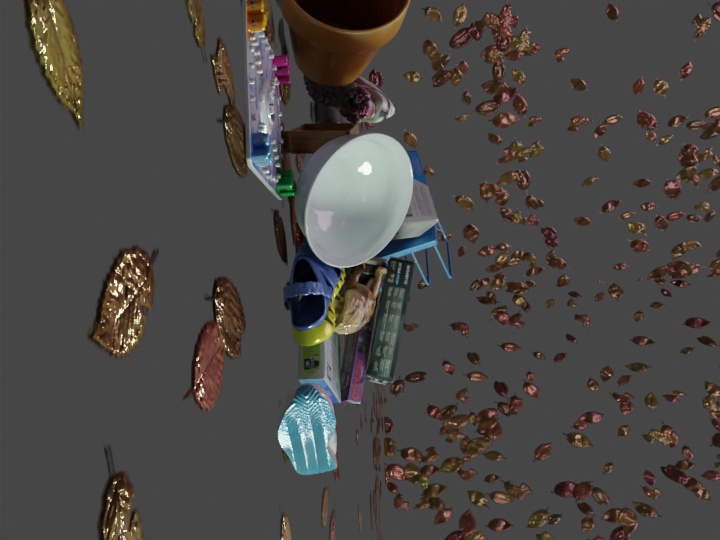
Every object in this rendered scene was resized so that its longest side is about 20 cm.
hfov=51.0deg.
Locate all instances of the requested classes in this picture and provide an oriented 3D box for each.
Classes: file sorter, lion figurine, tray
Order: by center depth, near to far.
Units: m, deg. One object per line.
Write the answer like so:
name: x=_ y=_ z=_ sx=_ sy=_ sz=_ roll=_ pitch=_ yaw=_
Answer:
lion figurine: x=-0.012 y=0.054 z=1.193 sx=0.200 sy=0.072 sz=0.123 roll=96 pitch=15 yaw=-76
tray: x=-0.058 y=-0.213 z=1.212 sx=0.200 sy=0.098 sz=0.037 roll=-77 pitch=166 yaw=-75
file sorter: x=0.073 y=-0.033 z=1.520 sx=0.139 sy=0.199 sz=0.123 roll=-89 pitch=156 yaw=-49

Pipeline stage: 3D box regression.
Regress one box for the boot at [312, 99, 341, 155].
boot: x=-0.061 y=-0.310 z=1.444 sx=0.182 sy=0.072 sz=0.201 roll=114 pitch=-17 yaw=-69

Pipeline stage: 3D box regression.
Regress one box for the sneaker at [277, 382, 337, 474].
sneaker: x=-0.070 y=0.194 z=0.982 sx=0.201 sy=0.076 sz=0.081 roll=91 pitch=-9 yaw=-53

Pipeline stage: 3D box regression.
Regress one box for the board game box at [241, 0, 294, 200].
board game box: x=-0.113 y=-0.208 z=0.959 sx=0.200 sy=0.026 sz=0.201 roll=54 pitch=32 yaw=-82

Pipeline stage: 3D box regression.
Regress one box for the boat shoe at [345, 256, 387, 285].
boat shoe: x=0.000 y=0.000 z=1.341 sx=0.201 sy=0.071 sz=0.061 roll=-163 pitch=-94 yaw=-79

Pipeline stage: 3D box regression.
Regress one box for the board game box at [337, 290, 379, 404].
board game box: x=-0.006 y=0.133 z=1.325 sx=0.120 sy=0.032 sz=0.201 roll=147 pitch=-45 yaw=-71

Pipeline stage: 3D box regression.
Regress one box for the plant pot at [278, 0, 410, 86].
plant pot: x=-0.037 y=-0.397 z=1.195 sx=0.183 sy=0.199 sz=0.201 roll=116 pitch=-26 yaw=-65

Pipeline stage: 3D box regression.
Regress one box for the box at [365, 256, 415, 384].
box: x=0.048 y=0.089 z=1.275 sx=0.159 sy=0.046 sz=0.201 roll=94 pitch=7 yaw=-80

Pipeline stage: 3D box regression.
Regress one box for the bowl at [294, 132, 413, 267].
bowl: x=-0.024 y=-0.113 z=1.091 sx=0.090 sy=0.200 sz=0.202 roll=34 pitch=-38 yaw=41

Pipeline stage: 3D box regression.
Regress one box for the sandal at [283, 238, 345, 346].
sandal: x=-0.069 y=0.010 z=1.081 sx=0.201 sy=0.079 sz=0.087 roll=-92 pitch=166 yaw=-51

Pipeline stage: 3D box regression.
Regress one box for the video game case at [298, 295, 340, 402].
video game case: x=-0.065 y=0.108 z=1.227 sx=0.200 sy=0.045 sz=0.182 roll=76 pitch=13 yaw=-69

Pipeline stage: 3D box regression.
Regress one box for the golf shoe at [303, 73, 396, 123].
golf shoe: x=-0.023 y=-0.313 z=1.332 sx=0.200 sy=0.092 sz=0.073 roll=43 pitch=-58 yaw=33

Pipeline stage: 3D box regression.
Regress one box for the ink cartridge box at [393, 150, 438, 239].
ink cartridge box: x=0.022 y=-0.131 z=1.369 sx=0.084 sy=0.199 sz=0.147 roll=-38 pitch=-117 yaw=59
